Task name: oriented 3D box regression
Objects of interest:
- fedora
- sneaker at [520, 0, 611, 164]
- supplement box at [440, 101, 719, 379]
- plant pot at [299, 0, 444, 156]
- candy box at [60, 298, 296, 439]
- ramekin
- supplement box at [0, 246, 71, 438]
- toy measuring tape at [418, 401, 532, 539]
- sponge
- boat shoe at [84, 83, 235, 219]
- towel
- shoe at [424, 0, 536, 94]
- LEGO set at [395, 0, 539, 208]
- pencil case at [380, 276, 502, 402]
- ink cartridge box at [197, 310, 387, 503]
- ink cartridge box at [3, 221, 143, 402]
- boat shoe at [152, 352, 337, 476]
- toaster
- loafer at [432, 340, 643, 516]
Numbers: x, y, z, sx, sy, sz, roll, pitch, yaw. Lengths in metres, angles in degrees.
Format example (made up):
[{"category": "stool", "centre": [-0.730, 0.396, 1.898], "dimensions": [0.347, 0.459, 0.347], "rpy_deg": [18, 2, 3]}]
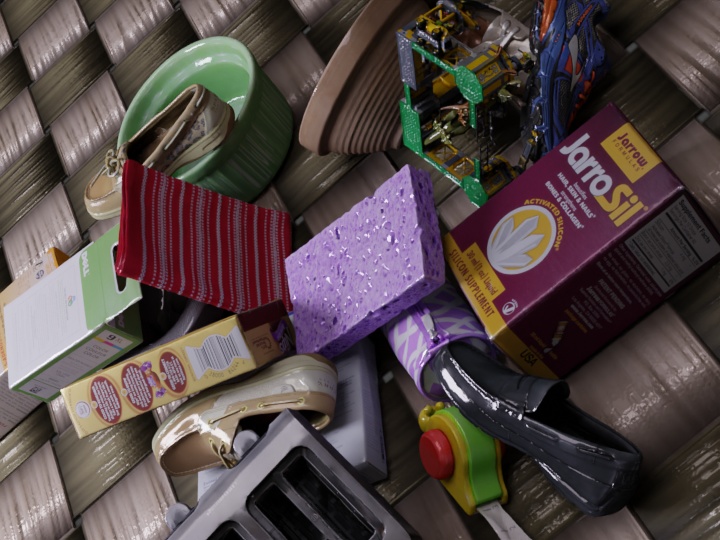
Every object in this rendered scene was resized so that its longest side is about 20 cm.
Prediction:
[{"category": "fedora", "centre": [-0.205, 0.028, 1.398], "dimensions": [0.176, 0.090, 0.202], "rpy_deg": [-25, 56, 25]}, {"category": "sneaker", "centre": [0.198, -0.185, 1.232], "dimensions": [0.078, 0.075, 0.202], "rpy_deg": [8, 78, -2]}, {"category": "supplement box", "centre": [0.185, -0.020, 1.109], "dimensions": [0.200, 0.103, 0.131], "rpy_deg": [-39, 43, 10]}, {"category": "plant pot", "centre": [0.028, -0.190, 1.329], "dimensions": [0.092, 0.201, 0.202], "rpy_deg": [33, 83, 5]}, {"category": "candy box", "centre": [-0.169, 0.092, 1.235], "dimensions": [0.199, 0.117, 0.057], "rpy_deg": [-24, 89, 18]}, {"category": "ramekin", "centre": [-0.172, -0.158, 1.492], "dimensions": [0.199, 0.098, 0.202], "rpy_deg": [-20, 51, 27]}, {"category": "supplement box", "centre": [-0.394, 0.087, 1.523], "dimensions": [0.200, 0.073, 0.126], "rpy_deg": [-40, 44, 10]}, {"category": "toy measuring tape", "centre": [0.103, 0.165, 1.069], "dimensions": [0.074, 0.074, 0.200], "rpy_deg": [-47, 41, 3]}, {"category": "sponge", "centre": [0.000, 0.000, 1.180], "dimensions": [0.200, 0.030, 0.113], "rpy_deg": [-35, 53, 44]}, {"category": "boat shoe", "centre": [-0.228, -0.130, 1.401], "dimensions": [0.199, 0.063, 0.074], "rpy_deg": [-36, 47, 14]}, {"category": "towel", "centre": [-0.155, -0.029, 1.326], "dimensions": [0.022, 0.199, 0.146], "rpy_deg": [-45, 37, 42]}, {"category": "shoe", "centre": [0.124, -0.236, 1.340], "dimensions": [0.070, 0.053, 0.200], "rpy_deg": [-51, 44, -1]}, {"category": "LEGO set", "centre": [0.116, -0.171, 1.216], "dimensions": [0.115, 0.201, 0.153], "rpy_deg": [-35, 45, -21]}, {"category": "pencil case", "centre": [0.049, 0.032, 1.197], "dimensions": [0.084, 0.085, 0.200], "rpy_deg": [-43, 43, 8]}, {"category": "ink cartridge box", "centre": [-0.071, 0.138, 1.253], "dimensions": [0.198, 0.041, 0.201], "rpy_deg": [-25, 49, 24]}, {"category": "ink cartridge box", "centre": [-0.281, 0.042, 1.346], "dimensions": [0.199, 0.059, 0.105], "rpy_deg": [-33, 52, 25]}, {"category": "boat shoe", "centre": [-0.109, 0.145, 1.195], "dimensions": [0.199, 0.074, 0.067], "rpy_deg": [-30, 41, 20]}, {"category": "toaster", "centre": [-0.058, 0.240, 1.074], "dimensions": [0.181, 0.119, 0.200], "rpy_deg": [-45, 77, -4]}, {"category": "loafer", "centre": [0.142, 0.112, 1.046], "dimensions": [0.200, 0.068, 0.071], "rpy_deg": [38, 124, 29]}]
